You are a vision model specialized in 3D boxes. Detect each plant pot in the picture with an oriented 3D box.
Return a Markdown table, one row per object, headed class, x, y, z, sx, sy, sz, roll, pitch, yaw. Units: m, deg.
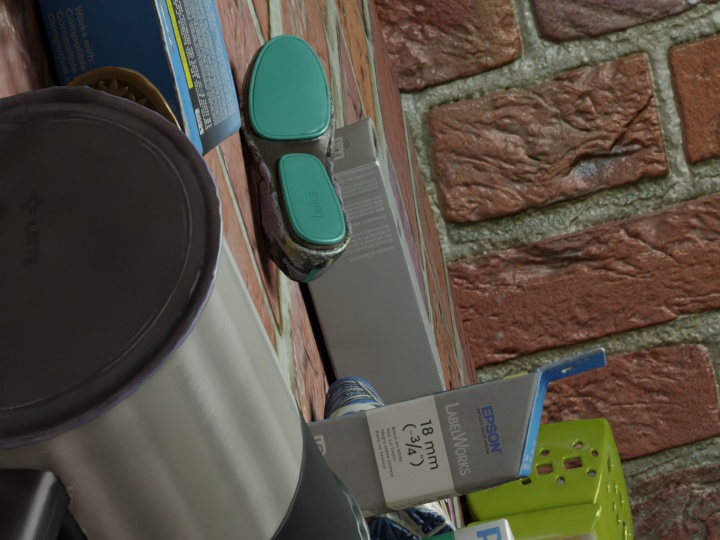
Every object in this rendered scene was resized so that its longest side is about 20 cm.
| class | x | y | z | sx | sy | sz | roll | pitch | yaw |
| --- | --- | --- | --- | --- | --- | --- | --- | --- | --- |
| plant pot | 0.230 | 0.324 | 2.903 | 0.182 | 0.199 | 0.200 | -84 | 161 | -55 |

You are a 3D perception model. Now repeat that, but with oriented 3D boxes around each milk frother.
| class | x | y | z | sx | sy | sz | roll | pitch | yaw |
| --- | --- | --- | --- | --- | --- | --- | --- | --- | --- |
| milk frother | -0.029 | 0.067 | 0.666 | 0.189 | 0.199 | 0.181 | 69 | 13 | -53 |

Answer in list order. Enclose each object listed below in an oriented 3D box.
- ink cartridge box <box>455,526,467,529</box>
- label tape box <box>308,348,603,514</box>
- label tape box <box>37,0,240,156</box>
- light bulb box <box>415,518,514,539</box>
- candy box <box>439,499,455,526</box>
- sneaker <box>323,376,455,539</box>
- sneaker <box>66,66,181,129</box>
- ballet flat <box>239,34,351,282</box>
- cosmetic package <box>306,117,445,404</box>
| class | x | y | z | sx | sy | sz | roll | pitch | yaw |
| --- | --- | --- | --- | --- | --- | --- | --- | --- | --- |
| ink cartridge box | 0.067 | 0.300 | 1.791 | 0.200 | 0.075 | 0.149 | -74 | 150 | -78 |
| label tape box | 0.063 | 0.107 | 1.469 | 0.144 | 0.199 | 0.064 | 38 | 38 | -82 |
| label tape box | -0.108 | -0.118 | 1.050 | 0.200 | 0.063 | 0.145 | -66 | 142 | -82 |
| light bulb box | 0.070 | 0.294 | 1.549 | 0.200 | 0.124 | 0.199 | 64 | 14 | -64 |
| candy box | 0.038 | 0.148 | 1.987 | 0.200 | 0.056 | 0.117 | -99 | 173 | -55 |
| sneaker | 0.020 | 0.154 | 1.687 | 0.085 | 0.077 | 0.201 | -104 | 178 | -51 |
| sneaker | -0.086 | 0.017 | 0.963 | 0.090 | 0.067 | 0.202 | -132 | -152 | -85 |
| ballet flat | -0.051 | -0.073 | 1.641 | 0.072 | 0.072 | 0.201 | 69 | 8 | -52 |
| cosmetic package | 0.000 | 0.000 | 1.809 | 0.107 | 0.090 | 0.201 | -100 | 171 | -67 |
